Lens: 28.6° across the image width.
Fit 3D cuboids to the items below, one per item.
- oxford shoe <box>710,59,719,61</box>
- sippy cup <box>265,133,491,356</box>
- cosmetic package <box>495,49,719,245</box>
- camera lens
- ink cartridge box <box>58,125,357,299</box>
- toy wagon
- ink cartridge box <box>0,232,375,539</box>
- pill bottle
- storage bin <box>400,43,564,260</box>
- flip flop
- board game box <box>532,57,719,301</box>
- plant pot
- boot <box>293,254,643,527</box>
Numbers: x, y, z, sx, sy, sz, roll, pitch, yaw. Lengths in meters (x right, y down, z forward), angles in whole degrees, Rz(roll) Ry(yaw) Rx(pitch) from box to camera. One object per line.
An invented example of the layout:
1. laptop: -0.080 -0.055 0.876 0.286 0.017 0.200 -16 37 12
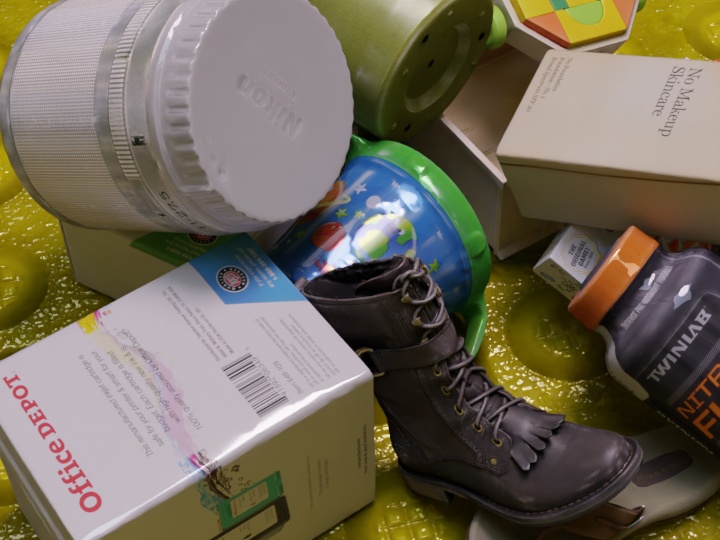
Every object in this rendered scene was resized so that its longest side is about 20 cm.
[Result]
1. oxford shoe: 0.369 -0.147 1.165 0.199 0.072 0.073 6 21 11
2. sippy cup: 0.000 0.000 0.986 0.178 0.140 0.130 35 60 29
3. cosmetic package: 0.204 -0.081 0.938 0.199 0.073 0.104 9 58 33
4. camera lens: -0.124 -0.105 0.920 0.199 0.160 0.160 3 42 42
5. ink cartridge box: -0.108 -0.059 1.075 0.145 0.084 0.200 23 53 20
6. toy wagon: 0.132 -0.252 1.091 0.155 0.040 0.201 -18 78 -30
7. ink cartridge box: -0.112 0.108 0.889 0.199 0.146 0.147 -29 54 -21
8. pill bottle: 0.232 0.057 0.912 0.200 0.106 0.106 37 57 6
9. storage bin: 0.131 -0.137 1.132 0.198 0.094 0.200 -27 53 -20
10. flip flop: 0.153 0.145 0.907 0.199 0.058 0.081 -21 56 -20
11. board game box: 0.231 -0.037 1.018 0.134 0.034 0.200 38 69 -3
12. plant pot: -0.014 -0.196 1.027 0.193 0.201 0.200 38 59 20
13. boot: 0.059 0.067 0.864 0.199 0.175 0.069 -3 35 40
